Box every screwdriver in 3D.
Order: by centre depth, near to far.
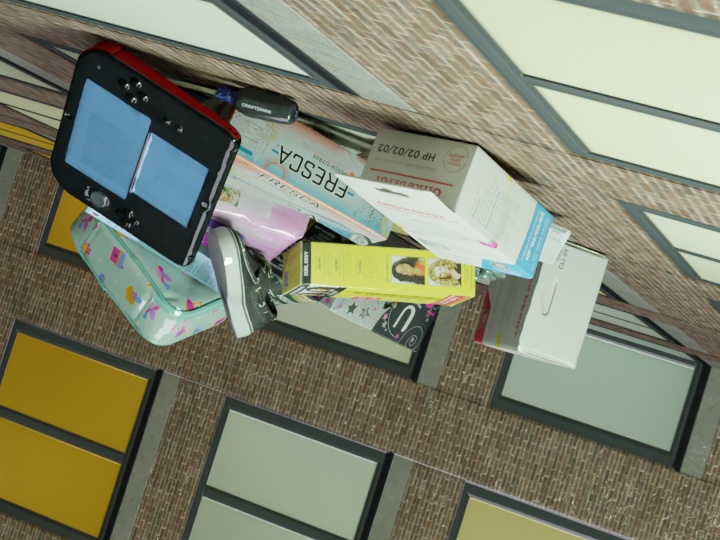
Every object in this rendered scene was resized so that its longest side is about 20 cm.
[{"bbox_3d":[-0.149,-0.172,1.476,0.198,0.028,0.029,19,147,15],"label":"screwdriver"}]

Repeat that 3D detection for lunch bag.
[{"bbox_3d":[-0.232,-0.020,1.840,0.160,0.077,0.201,-22,-111,-49],"label":"lunch bag"}]

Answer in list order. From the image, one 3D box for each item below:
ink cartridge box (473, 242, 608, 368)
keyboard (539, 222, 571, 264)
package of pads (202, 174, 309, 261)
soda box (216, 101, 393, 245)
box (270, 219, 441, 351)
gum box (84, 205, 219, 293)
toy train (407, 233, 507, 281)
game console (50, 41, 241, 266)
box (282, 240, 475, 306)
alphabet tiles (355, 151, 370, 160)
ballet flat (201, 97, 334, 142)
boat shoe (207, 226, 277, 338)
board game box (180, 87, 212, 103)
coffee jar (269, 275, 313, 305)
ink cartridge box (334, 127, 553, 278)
[{"bbox_3d":[0.223,0.038,1.979,0.082,0.147,0.200,17,178,-11],"label":"ink cartridge box"},{"bbox_3d":[0.122,-0.060,1.659,0.198,0.011,0.056,22,142,-4],"label":"keyboard"},{"bbox_3d":[-0.158,-0.076,1.658,0.198,0.077,0.120,19,157,-17],"label":"package of pads"},{"bbox_3d":[-0.056,-0.099,1.551,0.199,0.064,0.068,29,165,-19],"label":"soda box"},{"bbox_3d":[0.000,0.000,1.834,0.132,0.116,0.199,31,-177,35],"label":"box"},{"bbox_3d":[-0.200,-0.079,1.824,0.199,0.171,0.045,32,131,-13],"label":"gum box"},{"bbox_3d":[0.118,-0.044,1.781,0.113,0.086,0.200,28,177,-5],"label":"toy train"},{"bbox_3d":[-0.213,-0.111,1.524,0.176,0.031,0.201,36,138,7],"label":"game console"},{"bbox_3d":[0.019,0.004,1.685,0.197,0.051,0.075,4,169,-20],"label":"box"},{"bbox_3d":[0.086,-0.066,1.596,0.199,0.015,0.195,33,161,-23],"label":"alphabet tiles"},{"bbox_3d":[-0.081,-0.126,1.610,0.198,0.073,0.072,17,178,-21],"label":"ballet flat"},{"bbox_3d":[-0.123,0.006,1.670,0.056,0.069,0.201,-20,155,-9],"label":"boat shoe"},{"bbox_3d":[-0.214,-0.148,1.704,0.198,0.057,0.165,19,161,-13],"label":"board game box"},{"bbox_3d":[-0.119,0.001,1.960,0.198,0.086,0.104,-10,153,29],"label":"coffee jar"},{"bbox_3d":[0.078,-0.068,1.423,0.114,0.069,0.200,14,167,37],"label":"ink cartridge box"}]
